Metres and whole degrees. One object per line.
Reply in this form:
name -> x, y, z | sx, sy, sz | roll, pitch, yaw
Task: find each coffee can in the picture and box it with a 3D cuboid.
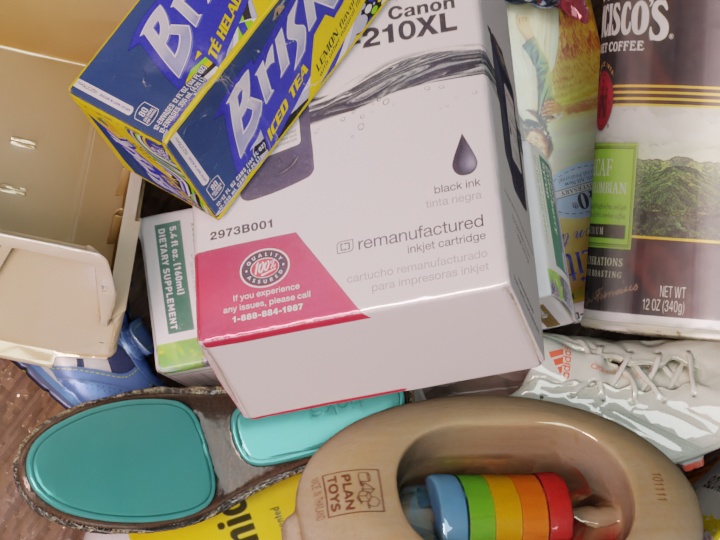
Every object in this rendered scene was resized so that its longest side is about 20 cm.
coffee can -> 0.185, -0.067, 1.367 | 0.145, 0.146, 0.202 | 3, 91, -7

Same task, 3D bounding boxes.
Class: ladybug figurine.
ladybug figurine -> 0.059, 0.124, 1.302 | 0.198, 0.072, 0.136 | 3, 47, -13

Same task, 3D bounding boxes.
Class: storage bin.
storage bin -> -0.194, -0.072, 1.324 | 0.197, 0.094, 0.201 | 12, 50, -7

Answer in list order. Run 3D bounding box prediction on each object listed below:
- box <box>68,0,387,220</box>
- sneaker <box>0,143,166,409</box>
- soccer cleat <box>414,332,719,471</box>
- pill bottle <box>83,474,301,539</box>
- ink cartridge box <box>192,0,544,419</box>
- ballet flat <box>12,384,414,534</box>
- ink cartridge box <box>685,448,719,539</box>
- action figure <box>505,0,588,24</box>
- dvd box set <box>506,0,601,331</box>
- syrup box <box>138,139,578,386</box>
box -> -0.038, -0.127, 1.254 | 0.064, 0.070, 0.200 | 27, 74, 32
sneaker -> -0.138, 0.022, 1.394 | 0.200, 0.074, 0.082 | 44, 83, -6
soccer cleat -> 0.117, 0.061, 1.404 | 0.198, 0.070, 0.078 | -11, 128, 7
pill bottle -> -0.072, 0.159, 1.383 | 0.199, 0.111, 0.112 | -19, 93, -6
ink cartridge box -> 0.000, -0.048, 1.292 | 0.144, 0.084, 0.201 | -11, 59, 11
ballet flat -> -0.072, 0.084, 1.339 | 0.199, 0.075, 0.068 | -14, 85, -18
ink cartridge box -> 0.194, 0.185, 1.399 | 0.200, 0.147, 0.145 | -42, 95, -6
action figure -> 0.070, -0.211, 1.376 | 0.149, 0.133, 0.201 | -49, 127, -28
dvd box set -> 0.061, -0.064, 1.438 | 0.145, 0.029, 0.202 | -12, 92, -6
syrup box -> 0.000, 0.000, 1.371 | 0.198, 0.081, 0.079 | -11, 77, 12
